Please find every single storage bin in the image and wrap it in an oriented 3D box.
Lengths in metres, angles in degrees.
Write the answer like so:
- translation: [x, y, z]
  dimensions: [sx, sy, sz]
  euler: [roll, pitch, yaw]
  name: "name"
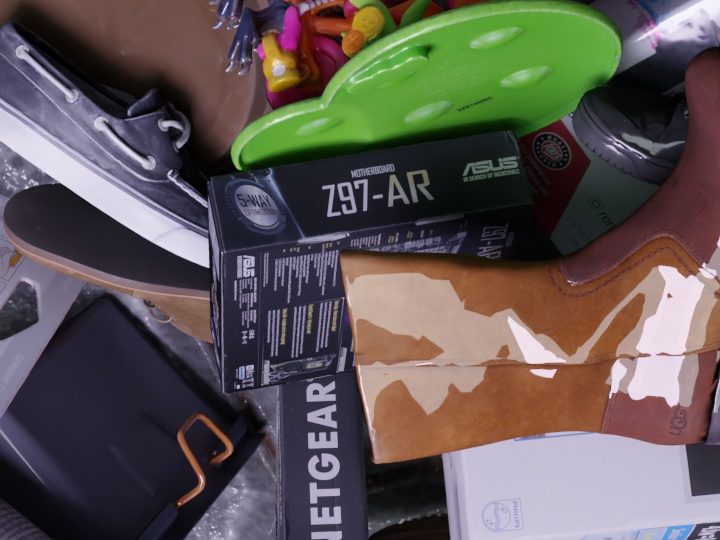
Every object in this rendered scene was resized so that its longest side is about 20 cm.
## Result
- translation: [-0.162, 0.110, 1.302]
  dimensions: [0.145, 0.200, 0.135]
  euler: [-35, 98, 31]
  name: "storage bin"

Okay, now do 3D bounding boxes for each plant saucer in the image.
- translation: [-0.136, -0.127, 1.237]
  dimensions: [0.199, 0.030, 0.201]
  euler: [7, 123, 10]
  name: "plant saucer"

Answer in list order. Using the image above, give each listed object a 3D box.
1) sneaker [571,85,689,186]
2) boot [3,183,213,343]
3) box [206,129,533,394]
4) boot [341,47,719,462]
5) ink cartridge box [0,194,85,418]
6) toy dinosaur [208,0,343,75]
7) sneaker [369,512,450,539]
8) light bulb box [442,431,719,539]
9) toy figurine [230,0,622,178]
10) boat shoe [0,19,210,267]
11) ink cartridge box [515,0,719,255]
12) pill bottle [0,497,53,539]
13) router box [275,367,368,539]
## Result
- translation: [0.211, -0.077, 1.054]
  dimensions: [0.199, 0.060, 0.105]
  euler: [20, 122, -2]
  name: "sneaker"
- translation: [-0.115, 0.006, 1.278]
  dimensions: [0.199, 0.074, 0.076]
  euler: [15, 137, -12]
  name: "boot"
- translation: [0.000, 0.000, 1.165]
  dimensions: [0.159, 0.044, 0.200]
  euler: [-10, 158, -7]
  name: "box"
- translation: [0.091, -0.007, 1.014]
  dimensions: [0.199, 0.069, 0.189]
  euler: [-2, 110, 5]
  name: "boot"
- translation: [-0.257, 0.014, 1.254]
  dimensions: [0.173, 0.200, 0.044]
  euler: [23, 127, 1]
  name: "ink cartridge box"
- translation: [0.013, -0.105, 1.176]
  dimensions: [0.181, 0.105, 0.201]
  euler: [16, 108, -25]
  name: "toy dinosaur"
- translation: [0.101, 0.206, 1.316]
  dimensions: [0.199, 0.071, 0.113]
  euler: [0, 107, 8]
  name: "sneaker"
- translation: [0.145, 0.088, 1.151]
  dimensions: [0.199, 0.126, 0.198]
  euler: [-6, 166, 0]
  name: "light bulb box"
- translation: [0.012, -0.161, 1.089]
  dimensions: [0.199, 0.185, 0.150]
  euler: [-20, 158, 16]
  name: "toy figurine"
- translation: [-0.125, -0.068, 1.216]
  dimensions: [0.199, 0.072, 0.068]
  euler: [33, 100, -2]
  name: "boat shoe"
- translation: [0.181, -0.084, 1.141]
  dimensions: [0.199, 0.083, 0.146]
  euler: [-29, 110, 29]
  name: "ink cartridge box"
- translation: [-0.226, 0.169, 1.187]
  dimensions: [0.200, 0.111, 0.111]
  euler: [36, 126, 13]
  name: "pill bottle"
- translation: [-0.023, 0.156, 1.261]
  dimensions: [0.051, 0.201, 0.150]
  euler: [-1, 138, -3]
  name: "router box"
